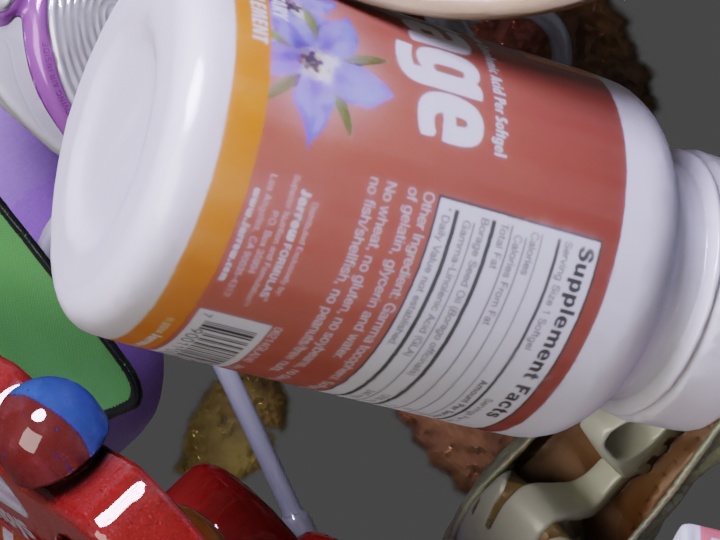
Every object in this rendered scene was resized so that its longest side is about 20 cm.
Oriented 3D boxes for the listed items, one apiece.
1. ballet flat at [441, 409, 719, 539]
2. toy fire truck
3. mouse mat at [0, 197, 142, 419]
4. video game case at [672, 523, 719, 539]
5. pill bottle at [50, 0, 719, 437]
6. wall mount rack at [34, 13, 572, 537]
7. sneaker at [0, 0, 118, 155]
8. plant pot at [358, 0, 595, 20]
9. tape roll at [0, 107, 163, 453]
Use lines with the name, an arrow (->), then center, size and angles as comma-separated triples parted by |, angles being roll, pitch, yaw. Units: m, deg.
ballet flat -> 0.076, 0.065, 0.848 | 0.067, 0.062, 0.200 | 44, 105, 26
toy fire truck -> -0.077, 0.094, 0.784 | 0.168, 0.112, 0.200 | 55, 164, -26
mouse mat -> -0.168, 0.004, 0.904 | 0.161, 0.008, 0.200 | 53, 143, -9
video game case -> 0.185, 0.151, 0.723 | 0.200, 0.143, 0.017 | 14, 133, -8
pill bottle -> 0.019, -0.015, 0.742 | 0.112, 0.200, 0.112 | -45, 37, 50
wall mount rack -> 0.000, 0.000, 0.859 | 0.075, 0.200, 0.174 | 60, 175, 47
sneaker -> -0.088, -0.058, 0.892 | 0.100, 0.200, 0.075 | 10, 66, 48
plant pot -> 0.039, -0.171, 0.726 | 0.201, 0.093, 0.201 | 1, 95, 10
tape roll -> -0.172, 0.008, 0.972 | 0.200, 0.066, 0.200 | 28, 140, 26
